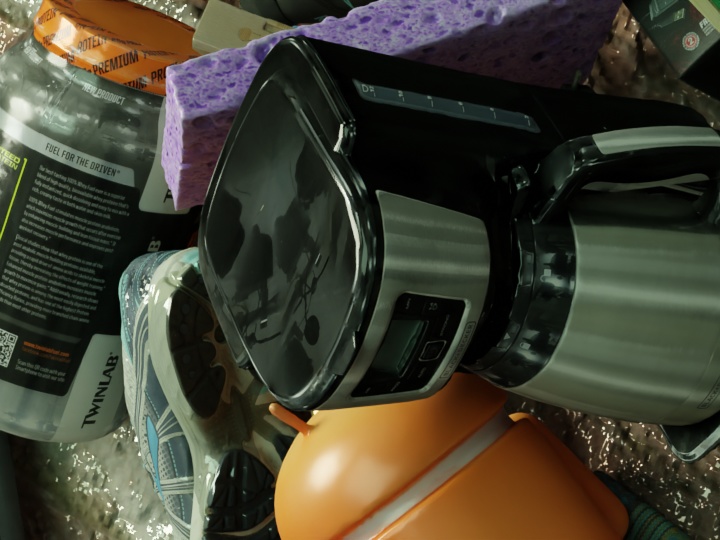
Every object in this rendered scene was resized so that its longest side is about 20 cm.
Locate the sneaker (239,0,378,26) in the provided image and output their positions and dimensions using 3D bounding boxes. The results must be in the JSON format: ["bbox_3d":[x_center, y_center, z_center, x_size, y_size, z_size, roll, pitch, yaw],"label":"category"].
[{"bbox_3d":[-0.033,-0.207,1.090,0.079,0.201,0.076,4,42,26],"label":"sneaker"}]

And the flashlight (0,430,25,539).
[{"bbox_3d":[-0.197,0.140,1.182,0.067,0.068,0.201,-20,63,10],"label":"flashlight"}]

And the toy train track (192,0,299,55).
[{"bbox_3d":[0.019,-0.076,1.048,0.199,0.033,0.115,20,71,3],"label":"toy train track"}]

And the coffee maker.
[{"bbox_3d":[0.041,-0.014,0.903,0.192,0.199,0.136,33,111,60],"label":"coffee maker"}]

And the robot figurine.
[{"bbox_3d":[0.044,0.120,0.939,0.144,0.117,0.200,-37,87,-9],"label":"robot figurine"}]

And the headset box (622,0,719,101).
[{"bbox_3d":[0.156,-0.194,0.999,0.149,0.075,0.201,-42,59,21],"label":"headset box"}]

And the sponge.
[{"bbox_3d":[0.011,-0.084,0.973,0.199,0.112,0.030,-18,75,-10],"label":"sponge"}]

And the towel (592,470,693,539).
[{"bbox_3d":[0.134,0.198,0.960,0.200,0.022,0.147,39,101,37],"label":"towel"}]

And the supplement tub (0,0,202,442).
[{"bbox_3d":[-0.141,-0.028,1.122,0.122,0.122,0.201,35,111,35],"label":"supplement tub"}]

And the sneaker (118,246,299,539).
[{"bbox_3d":[-0.069,0.081,1.080,0.086,0.077,0.201,15,117,55],"label":"sneaker"}]

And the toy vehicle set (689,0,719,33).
[{"bbox_3d":[0.209,-0.117,0.905,0.200,0.027,0.124,45,110,-5],"label":"toy vehicle set"}]

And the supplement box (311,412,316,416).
[{"bbox_3d":[0.000,0.000,1.071,0.069,0.066,0.201,-24,67,25],"label":"supplement box"}]
